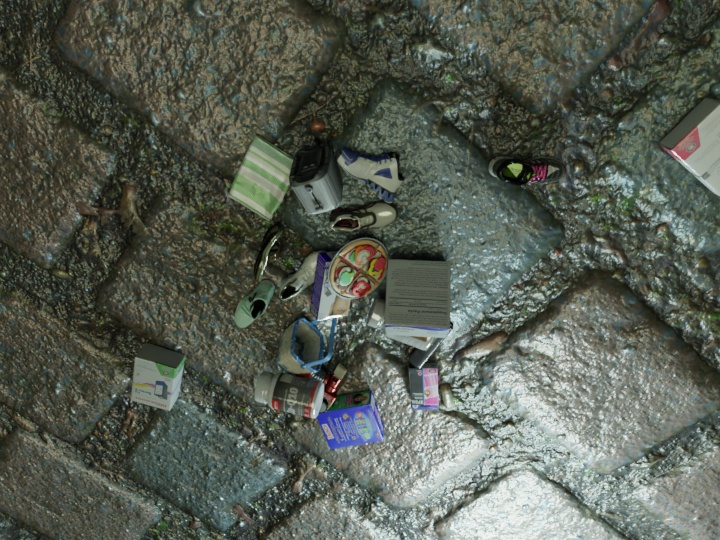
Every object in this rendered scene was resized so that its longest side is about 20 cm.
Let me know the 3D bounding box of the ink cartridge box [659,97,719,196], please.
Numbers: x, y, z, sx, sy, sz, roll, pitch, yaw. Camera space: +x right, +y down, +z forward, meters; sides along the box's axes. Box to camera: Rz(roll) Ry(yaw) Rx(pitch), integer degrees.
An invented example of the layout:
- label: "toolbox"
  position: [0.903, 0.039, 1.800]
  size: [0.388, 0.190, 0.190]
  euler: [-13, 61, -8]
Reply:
- label: "ink cartridge box"
  position: [0.876, -0.300, 1.273]
  size: [0.199, 0.083, 0.147]
  euler: [36, 115, -11]

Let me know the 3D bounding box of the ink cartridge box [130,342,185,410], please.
- label: "ink cartridge box"
  position: [-0.702, 0.370, 1.784]
  size: [0.144, 0.088, 0.201]
  euler: [18, 119, -4]

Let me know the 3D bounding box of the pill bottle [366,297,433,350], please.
- label: "pill bottle"
  position: [0.125, 0.157, 1.569]
  size: [0.198, 0.115, 0.115]
  euler: [21, 117, -5]

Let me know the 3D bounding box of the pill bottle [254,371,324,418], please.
- label: "pill bottle"
  position: [-0.222, 0.385, 1.616]
  size: [0.198, 0.114, 0.115]
  euler: [11, 118, 8]

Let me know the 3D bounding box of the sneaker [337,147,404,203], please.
- label: "sneaker"
  position: [0.041, -0.284, 1.383]
  size: [0.199, 0.081, 0.115]
  euler: [34, 112, -19]

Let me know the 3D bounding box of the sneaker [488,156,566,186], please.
- label: "sneaker"
  position: [0.438, -0.254, 1.341]
  size: [0.198, 0.088, 0.074]
  euler: [6, 117, 3]

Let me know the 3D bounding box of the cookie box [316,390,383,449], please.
- label: "cookie box"
  position: [-0.036, 0.519, 1.792]
  size: [0.198, 0.075, 0.172]
  euler: [-13, 115, 12]

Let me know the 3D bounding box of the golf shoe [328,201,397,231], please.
- label: "golf shoe"
  position: [0.008, -0.140, 1.448]
  size: [0.198, 0.088, 0.078]
  euler: [-8, 114, 9]

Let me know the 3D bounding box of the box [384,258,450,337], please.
- label: "box"
  position: [0.163, 0.080, 1.472]
  size: [0.182, 0.202, 0.105]
  euler: [3, 158, 5]

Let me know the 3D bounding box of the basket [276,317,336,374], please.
- label: "basket"
  position: [-0.158, 0.226, 1.610]
  size: [0.199, 0.177, 0.139]
  euler: [-29, 126, 33]

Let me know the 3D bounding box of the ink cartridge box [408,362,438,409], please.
- label: "ink cartridge box"
  position: [0.213, 0.399, 1.729]
  size: [0.094, 0.037, 0.202]
  euler: [-2, 118, 8]

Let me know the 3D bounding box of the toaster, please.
- label: "toaster"
  position: [-0.113, -0.244, 1.365]
  size: [0.113, 0.201, 0.130]
  euler: [-13, 132, 14]

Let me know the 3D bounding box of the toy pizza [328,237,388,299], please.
- label: "toy pizza"
  position: [0.000, 0.000, 1.495]
  size: [0.198, 0.032, 0.202]
  euler: [-15, 124, -23]

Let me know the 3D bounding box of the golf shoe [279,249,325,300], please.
- label: "golf shoe"
  position: [-0.167, 0.023, 1.545]
  size: [0.078, 0.097, 0.200]
  euler: [43, 112, -13]

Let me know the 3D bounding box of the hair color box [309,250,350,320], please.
- label: "hair color box"
  position: [-0.081, 0.044, 1.538]
  size: [0.108, 0.065, 0.202]
  euler: [-7, 124, -30]

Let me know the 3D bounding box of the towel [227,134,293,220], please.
- label: "towel"
  position: [-0.273, -0.255, 1.456]
  size: [0.152, 0.023, 0.201]
  euler: [31, 116, -8]

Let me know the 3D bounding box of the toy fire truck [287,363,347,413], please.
- label: "toy fire truck"
  position: [-0.134, 0.352, 1.703]
  size: [0.175, 0.129, 0.201]
  euler: [33, 104, -10]

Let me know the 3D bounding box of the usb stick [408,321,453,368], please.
- label: "usb stick"
  position: [0.222, 0.229, 1.636]
  size: [0.055, 0.033, 0.201]
  euler: [43, 117, 18]

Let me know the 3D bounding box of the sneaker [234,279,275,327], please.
- label: "sneaker"
  position: [-0.345, 0.126, 1.604]
  size: [0.073, 0.119, 0.201]
  euler: [34, 117, -13]

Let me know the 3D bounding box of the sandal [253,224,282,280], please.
- label: "sandal"
  position: [-0.268, -0.054, 1.536]
  size: [0.057, 0.080, 0.202]
  euler: [14, 125, -20]
